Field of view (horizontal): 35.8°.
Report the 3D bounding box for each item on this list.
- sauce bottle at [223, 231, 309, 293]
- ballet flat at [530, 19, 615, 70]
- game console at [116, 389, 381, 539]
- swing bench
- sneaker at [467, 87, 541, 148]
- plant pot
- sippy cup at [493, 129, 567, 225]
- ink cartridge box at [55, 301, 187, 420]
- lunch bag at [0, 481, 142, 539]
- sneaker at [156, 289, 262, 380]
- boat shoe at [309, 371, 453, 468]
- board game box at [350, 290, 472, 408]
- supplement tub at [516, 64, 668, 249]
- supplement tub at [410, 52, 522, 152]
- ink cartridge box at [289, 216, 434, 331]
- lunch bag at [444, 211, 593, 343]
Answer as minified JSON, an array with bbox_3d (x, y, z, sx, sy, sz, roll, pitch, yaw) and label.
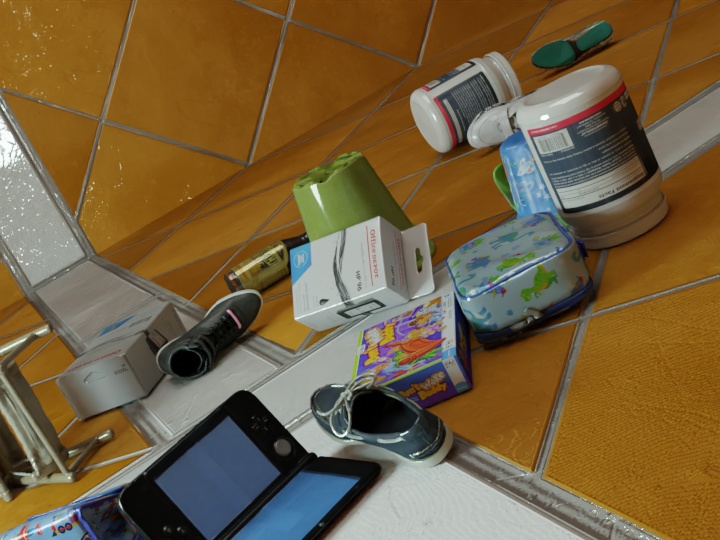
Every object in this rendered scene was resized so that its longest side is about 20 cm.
[{"bbox_3d":[-0.151,-0.018,2.021,0.199,0.066,0.066,-34,16,-16],"label":"sauce bottle"},{"bbox_3d":[0.480,-0.495,2.508,0.199,0.076,0.064,-22,-15,6],"label":"ballet flat"},{"bbox_3d":[-0.112,0.215,1.121,0.200,0.172,0.119,-40,-7,-38],"label":"game console"},{"bbox_3d":[-0.504,0.215,1.620,0.199,0.200,0.130,-20,17,27],"label":"swing bench"},{"bbox_3d":[0.299,-0.287,2.094,0.199,0.075,0.115,-25,12,-3],"label":"sneaker"},{"bbox_3d":[-0.012,-0.075,1.731,0.199,0.191,0.200,-26,16,8],"label":"plant pot"},{"bbox_3d":[0.265,-0.140,1.579,0.177,0.131,0.140,-20,18,24],"label":"sippy cup"},{"bbox_3d":[-0.391,0.149,1.856,0.144,0.084,0.200,-21,17,21],"label":"ink cartridge box"},{"bbox_3d":[-0.314,0.299,1.281,0.150,0.095,0.200,-24,3,17],"label":"lunch bag"},{"bbox_3d":[-0.229,0.107,1.754,0.200,0.071,0.099,-36,18,-7],"label":"sneaker"},{"bbox_3d":[0.008,0.148,1.146,0.075,0.062,0.200,-51,36,-15],"label":"boat shoe"},{"bbox_3d":[0.060,0.103,1.308,0.134,0.045,0.200,-25,16,11],"label":"board game box"},{"bbox_3d":[0.295,-0.144,1.407,0.140,0.201,0.140,-25,16,8],"label":"supplement tub"},{"bbox_3d":[0.215,-0.345,2.276,0.199,0.141,0.140,-30,15,-8],"label":"supplement tub"},{"bbox_3d":[0.000,0.000,1.593,0.199,0.068,0.117,-20,61,26],"label":"ink cartridge box"},{"bbox_3d":[0.191,0.003,1.338,0.160,0.083,0.200,-27,15,6],"label":"lunch bag"}]
